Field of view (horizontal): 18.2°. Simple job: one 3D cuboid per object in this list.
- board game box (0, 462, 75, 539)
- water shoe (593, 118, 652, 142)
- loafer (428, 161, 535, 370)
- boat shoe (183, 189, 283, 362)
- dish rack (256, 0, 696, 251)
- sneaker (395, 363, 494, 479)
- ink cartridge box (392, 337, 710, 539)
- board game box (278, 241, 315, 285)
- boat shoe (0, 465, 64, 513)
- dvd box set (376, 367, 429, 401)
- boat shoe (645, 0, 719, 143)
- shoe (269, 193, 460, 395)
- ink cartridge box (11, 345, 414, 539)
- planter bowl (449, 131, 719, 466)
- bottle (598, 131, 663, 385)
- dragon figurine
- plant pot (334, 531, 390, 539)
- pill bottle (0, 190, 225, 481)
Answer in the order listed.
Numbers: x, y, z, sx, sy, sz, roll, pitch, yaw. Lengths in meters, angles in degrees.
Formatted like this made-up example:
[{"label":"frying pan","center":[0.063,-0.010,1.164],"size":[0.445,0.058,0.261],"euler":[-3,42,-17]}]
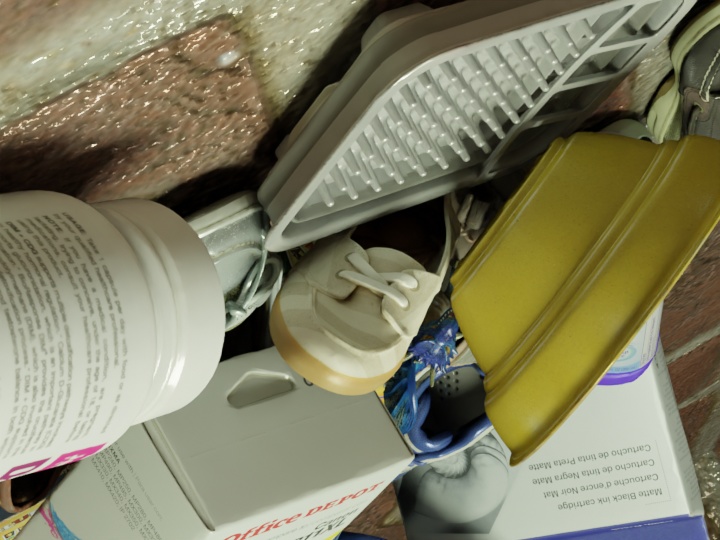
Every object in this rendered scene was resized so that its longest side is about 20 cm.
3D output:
[{"label":"board game box","center":[-0.139,0.110,1.350],"size":[0.200,0.035,0.136],"euler":[-27,165,-14]},{"label":"water shoe","center":[0.167,-0.037,1.378],"size":[0.071,0.079,0.200],"euler":[-34,165,11]},{"label":"loafer","center":[0.069,-0.005,1.249],"size":[0.063,0.072,0.200],"euler":[-26,151,-18]},{"label":"boat shoe","center":[-0.069,0.017,1.117],"size":[0.074,0.065,0.202],"euler":[-27,165,-14]},{"label":"dish rack","center":[0.048,-0.086,1.048],"size":[0.200,0.044,0.172],"euler":[-21,163,-37]},{"label":"sneaker","center":[0.030,0.092,1.426],"size":[0.200,0.075,0.088],"euler":[-37,-173,27]},{"label":"ink cartridge box","center":[0.117,0.128,1.476],"size":[0.199,0.200,0.041],"euler":[-13,-171,23]},{"label":"board game box","center":[0.000,0.000,1.287],"size":[0.200,0.023,0.105],"euler":[-18,163,-41]},{"label":"boat shoe","center":[-0.142,0.050,1.074],"size":[0.070,0.070,0.200],"euler":[-15,158,-31]},{"label":"dvd box set","center":[-0.059,0.095,1.322],"size":[0.146,0.029,0.200],"euler":[-40,164,22]},{"label":"boat shoe","center":[0.213,-0.103,1.277],"size":[0.072,0.066,0.201],"euler":[-27,165,-13]},{"label":"shoe","center":[0.007,-0.004,1.106],"size":[0.053,0.070,0.200],"euler":[-65,177,29]},{"label":"ink cartridge box","center":[-0.088,0.130,1.159],"size":[0.146,0.083,0.200],"euler":[-16,156,-43]},{"label":"planter bowl","center":[0.103,-0.007,1.115],"size":[0.200,0.083,0.200],"euler":[-53,179,-2]},{"label":"bottle","center":[0.137,-0.005,1.297],"size":[0.083,0.065,0.200],"euler":[10,150,8]},{"label":"dragon figurine","center":[0.015,0.049,1.230],"size":[0.099,0.059,0.200],"euler":[-58,179,-34]},{"label":"plant pot","center":[-0.040,0.256,1.455],"size":[0.200,0.180,0.200],"euler":[-17,-142,57]},{"label":"pill bottle","center":[-0.153,0.028,0.889],"size":[0.200,0.113,0.113],"euler":[-12,157,-51]}]
